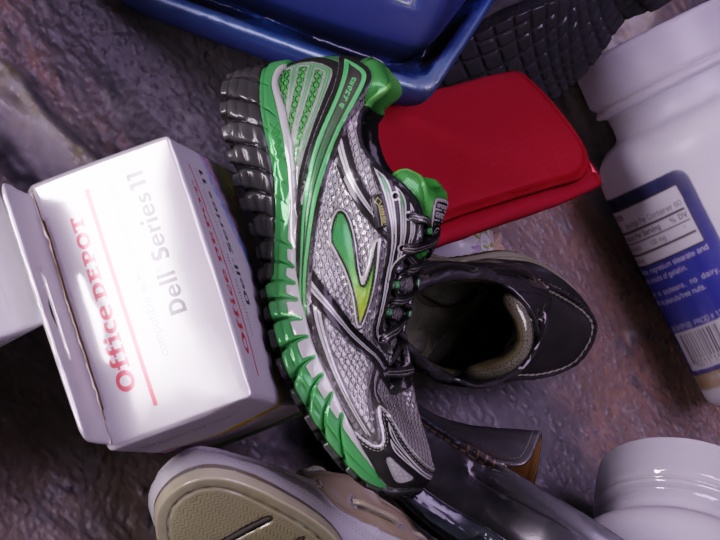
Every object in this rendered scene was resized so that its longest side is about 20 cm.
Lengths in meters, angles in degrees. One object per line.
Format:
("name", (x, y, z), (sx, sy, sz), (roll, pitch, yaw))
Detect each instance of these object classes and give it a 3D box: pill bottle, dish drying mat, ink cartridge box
("pill bottle", (0.147, 0.189, 1.290), (0.112, 0.112, 0.200), (31, 54, -29))
("dish drying mat", (0.043, -0.053, 1.261), (0.200, 0.018, 0.077), (-19, 69, -51))
("ink cartridge box", (-0.080, 0.013, 1.120), (0.200, 0.067, 0.117), (22, 49, -79))
("pill bottle", (0.199, -0.039, 1.432), (0.120, 0.120, 0.200), (-27, 91, -45))

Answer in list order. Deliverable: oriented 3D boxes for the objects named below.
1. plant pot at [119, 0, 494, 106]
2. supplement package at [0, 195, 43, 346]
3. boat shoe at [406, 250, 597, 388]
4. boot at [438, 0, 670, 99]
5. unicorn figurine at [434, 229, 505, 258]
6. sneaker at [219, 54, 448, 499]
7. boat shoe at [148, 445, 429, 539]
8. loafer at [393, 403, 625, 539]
("plant pot", (-0.007, -0.202, 1.242), (0.200, 0.180, 0.200), (20, 48, 12))
("supplement package", (-0.242, 0.008, 1.020), (0.200, 0.109, 0.114), (-19, 85, -45))
("boat shoe", (0.055, 0.028, 1.272), (0.201, 0.066, 0.072), (16, 105, -49))
("boot", (0.086, -0.163, 1.412), (0.200, 0.132, 0.070), (-32, 137, -8))
("unicorn figurine", (0.010, -0.043, 1.295), (0.200, 0.074, 0.138), (26, 52, -29))
("sneaker", (0.000, 0.000, 1.134), (0.078, 0.085, 0.201), (28, 48, -79))
("boat shoe", (-0.024, 0.127, 1.195), (0.200, 0.075, 0.068), (40, 25, -38))
("loafer", (0.059, 0.102, 1.244), (0.072, 0.073, 0.200), (-44, 81, -3))
